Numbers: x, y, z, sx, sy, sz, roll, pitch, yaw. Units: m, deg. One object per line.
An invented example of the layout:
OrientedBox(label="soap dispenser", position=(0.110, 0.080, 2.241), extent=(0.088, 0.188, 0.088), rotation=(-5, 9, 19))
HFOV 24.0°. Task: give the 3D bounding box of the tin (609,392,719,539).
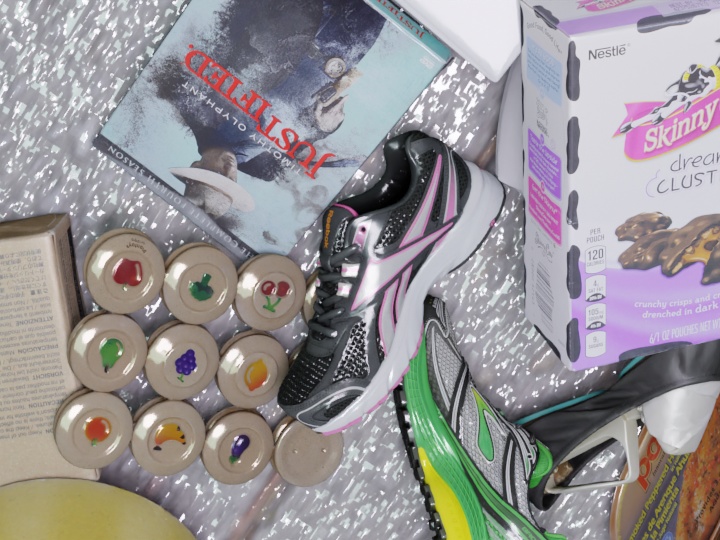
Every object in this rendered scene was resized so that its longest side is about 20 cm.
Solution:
OrientedBox(label="tin", position=(0.222, 0.115, 1.070), extent=(0.042, 0.112, 0.201), rotation=(15, 106, -29))

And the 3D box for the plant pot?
OrientedBox(label="plant pot", position=(-0.188, 0.251, 1.043), extent=(0.198, 0.142, 0.202), rotation=(-2, 123, -4))

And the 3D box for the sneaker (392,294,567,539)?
OrientedBox(label="sneaker", position=(0.071, 0.109, 1.065), extent=(0.084, 0.078, 0.202), rotation=(-16, 74, -5))

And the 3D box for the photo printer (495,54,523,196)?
OrientedBox(label="photo printer", position=(0.189, -0.099, 1.049), extent=(0.198, 0.069, 0.168), rotation=(18, 102, -5))

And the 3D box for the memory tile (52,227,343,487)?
OrientedBox(label="memory tile", position=(-0.089, 0.060, 1.063), extent=(0.198, 0.017, 0.155), rotation=(8, 101, -29))

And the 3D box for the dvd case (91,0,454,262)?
OrientedBox(label="dvd case", position=(-0.058, -0.104, 1.032), extent=(0.146, 0.022, 0.200), rotation=(38, 124, -7))

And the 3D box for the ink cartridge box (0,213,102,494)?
OrientedBox(label="ink cartridge box", position=(-0.271, 0.061, 1.072), extent=(0.198, 0.075, 0.167), rotation=(-8, 102, 0))

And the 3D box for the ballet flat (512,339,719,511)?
OrientedBox(label="ballet flat", position=(0.174, 0.093, 1.061), extent=(0.199, 0.068, 0.069), rotation=(-36, 66, 33))

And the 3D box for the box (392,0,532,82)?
OrientedBox(label="box", position=(0.094, -0.225, 0.983), extent=(0.106, 0.152, 0.200), rotation=(38, 98, -8))

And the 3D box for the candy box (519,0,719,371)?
OrientedBox(label="candy box", position=(0.179, -0.061, 0.949), extent=(0.166, 0.072, 0.202), rotation=(-12, 118, -13))

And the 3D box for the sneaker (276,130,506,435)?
OrientedBox(label="sneaker", position=(0.000, 0.000, 1.040), extent=(0.086, 0.080, 0.201), rotation=(40, 73, -31))
